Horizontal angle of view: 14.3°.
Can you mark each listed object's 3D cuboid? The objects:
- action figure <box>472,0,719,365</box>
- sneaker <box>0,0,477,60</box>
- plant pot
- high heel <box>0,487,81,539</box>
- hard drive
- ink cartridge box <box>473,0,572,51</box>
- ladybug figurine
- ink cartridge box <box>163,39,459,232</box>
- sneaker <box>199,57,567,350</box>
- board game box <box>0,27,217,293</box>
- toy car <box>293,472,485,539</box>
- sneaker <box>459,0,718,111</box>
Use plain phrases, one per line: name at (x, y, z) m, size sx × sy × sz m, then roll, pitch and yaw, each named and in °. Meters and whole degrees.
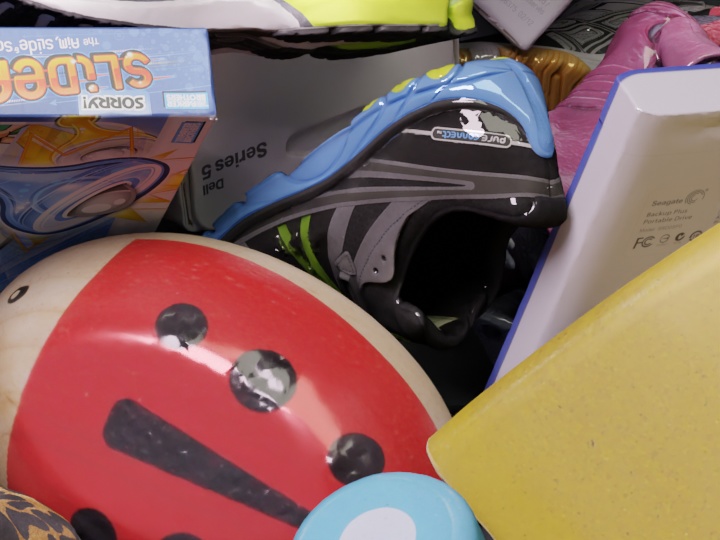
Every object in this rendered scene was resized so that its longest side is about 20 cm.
action figure at (0.096, -0.051, 1.160) m, size 0.149 × 0.134 × 0.200 m, roll 37°, pitch 61°, yaw 4°
sneaker at (-0.058, -0.117, 1.006) m, size 0.199 × 0.074 × 0.082 m, roll 0°, pitch 83°, yaw -18°
plant pot at (0.179, 0.053, 0.909) m, size 0.200 × 0.177 × 0.200 m, roll 49°, pitch 27°, yaw 14°
high heel at (-0.157, 0.079, 0.930) m, size 0.142 × 0.072 × 0.200 m, roll 41°, pitch -3°, yaw -26°
hard drive at (0.121, 0.006, 1.057) m, size 0.131 × 0.201 × 0.025 m, roll -6°, pitch 47°, yaw -27°
ink cartridge box at (0.097, -0.206, 1.248) m, size 0.043 × 0.200 × 0.198 m, roll 42°, pitch 5°, yaw -26°
ladybug figurine at (-0.054, 0.061, 1.007) m, size 0.199 × 0.137 × 0.072 m, roll 22°, pitch 5°, yaw 14°
ink cartridge box at (-0.076, -0.105, 1.162) m, size 0.145 × 0.085 × 0.200 m, roll -25°, pitch 36°, yaw -34°
sneaker at (0.000, 0.000, 1.047) m, size 0.070 × 0.199 × 0.083 m, roll -3°, pitch 65°, yaw -44°
board game box at (-0.138, -0.030, 1.030) m, size 0.134 × 0.200 × 0.035 m, roll -1°, pitch 69°, yaw -16°
toy car at (-0.034, 0.189, 0.892) m, size 0.199 × 0.185 × 0.178 m, roll -13°, pitch 43°, yaw 12°
sneaker at (0.091, -0.078, 1.248) m, size 0.199 × 0.076 × 0.088 m, roll -3°, pitch 29°, yaw -21°
